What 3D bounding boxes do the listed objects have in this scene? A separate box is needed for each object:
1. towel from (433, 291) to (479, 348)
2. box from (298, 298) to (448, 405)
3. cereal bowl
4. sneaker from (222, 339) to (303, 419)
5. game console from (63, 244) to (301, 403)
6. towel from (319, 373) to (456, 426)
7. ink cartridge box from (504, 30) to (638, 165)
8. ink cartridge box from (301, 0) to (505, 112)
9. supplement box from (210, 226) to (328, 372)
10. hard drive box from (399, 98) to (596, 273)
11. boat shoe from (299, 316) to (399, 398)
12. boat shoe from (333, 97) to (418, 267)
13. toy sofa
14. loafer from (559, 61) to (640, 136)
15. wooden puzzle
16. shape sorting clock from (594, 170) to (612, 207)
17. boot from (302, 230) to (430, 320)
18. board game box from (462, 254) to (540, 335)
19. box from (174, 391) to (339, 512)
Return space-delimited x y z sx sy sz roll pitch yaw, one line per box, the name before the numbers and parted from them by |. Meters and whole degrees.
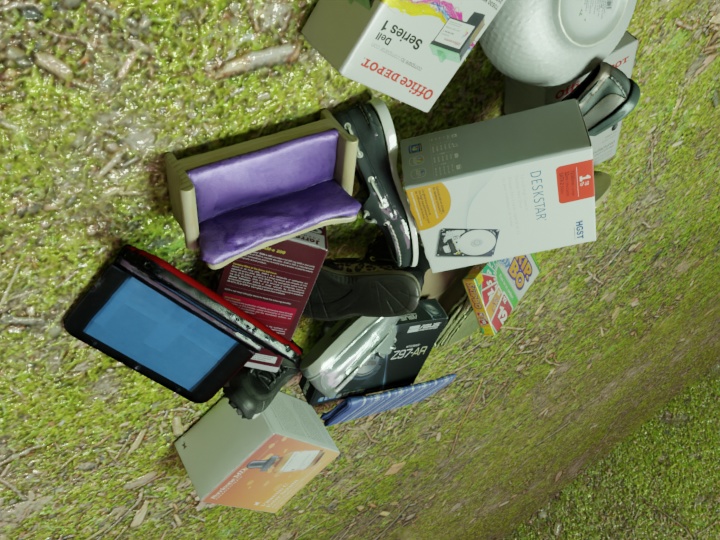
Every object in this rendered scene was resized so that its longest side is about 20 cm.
towel | 0.195 0.052 1.231 0.199 0.036 0.149 -16 144 -57
box | 0.019 0.122 1.134 0.198 0.044 0.161 -5 135 -33
cereal bowl | 0.221 -0.294 0.793 0.197 0.083 0.203 -12 119 -22
sneaker | -0.121 0.130 0.979 0.090 0.067 0.200 -43 180 9
game console | -0.193 0.075 0.802 0.199 0.172 0.120 36 79 -29
towel | 0.042 0.209 1.223 0.197 0.024 0.145 -10 161 -26
ink cartridge box | 0.269 -0.215 0.984 0.145 0.086 0.201 -29 147 -11
ink cartridge box | 0.058 -0.271 0.719 0.144 0.084 0.201 9 125 -48
supplement box | -0.120 0.023 0.885 0.107 0.061 0.201 14 126 -17
hard drive box | 0.158 -0.090 0.846 0.197 0.078 0.157 -12 140 12
boat shoe | 0.009 0.089 1.006 0.200 0.070 0.072 -41 107 -17
boat shoe | 0.018 -0.092 0.858 0.060 0.076 0.203 -19 106 -11
toy sofa | -0.095 -0.088 0.779 0.198 0.098 0.083 -21 142 -24
loafer | 0.224 -0.170 0.872 0.063 0.073 0.199 33 132 -27
wooden puzzle | 0.095 0.004 1.130 0.198 0.037 0.186 12 123 -44
shape sorting clock | 0.255 -0.088 1.050 0.198 0.200 0.040 -29 104 -14
boot | 0.000 0.000 0.968 0.151 0.197 0.074 -48 132 -58
board game box | 0.222 0.003 1.140 0.200 0.030 0.097 -46 120 -45
box | -0.153 0.272 1.140 0.152 0.107 0.200 -43 147 7
